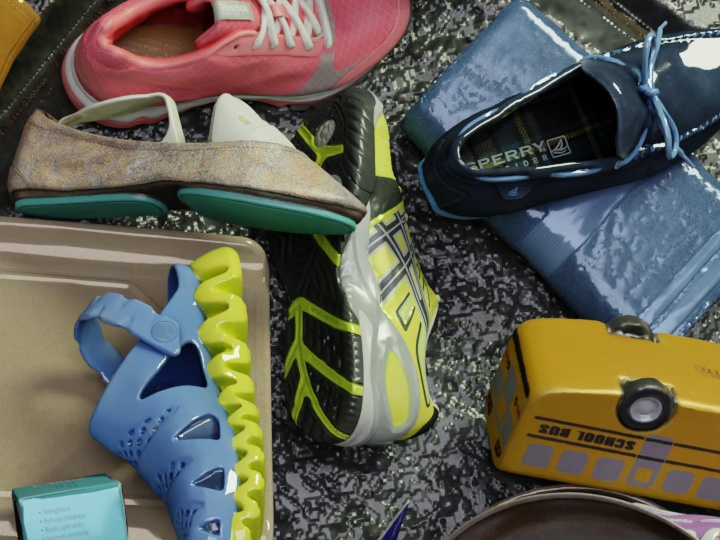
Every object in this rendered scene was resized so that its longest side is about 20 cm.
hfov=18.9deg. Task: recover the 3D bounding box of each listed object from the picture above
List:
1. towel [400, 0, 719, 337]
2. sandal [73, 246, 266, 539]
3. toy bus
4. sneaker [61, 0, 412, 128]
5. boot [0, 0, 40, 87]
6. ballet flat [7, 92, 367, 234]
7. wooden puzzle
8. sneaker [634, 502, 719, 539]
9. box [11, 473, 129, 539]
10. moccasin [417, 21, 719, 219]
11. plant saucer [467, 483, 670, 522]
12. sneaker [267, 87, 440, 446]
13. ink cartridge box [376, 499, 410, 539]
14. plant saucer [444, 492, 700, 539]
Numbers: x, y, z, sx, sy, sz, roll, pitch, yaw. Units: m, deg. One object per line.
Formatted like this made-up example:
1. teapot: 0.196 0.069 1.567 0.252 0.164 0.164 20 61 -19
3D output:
1. towel: 0.123 -0.047 1.205 0.200 0.049 0.112 46 74 2
2. sandal: -0.091 0.077 1.052 0.086 0.080 0.201 -3 46 -11
3. toy bus: 0.174 0.080 1.157 0.199 0.079 0.065 11 34 -13
4. sneaker: -0.061 -0.126 1.171 0.199 0.087 0.074 -15 81 -13
5. boot: -0.284 -0.136 1.151 0.200 0.071 0.145 30 68 -5
6. ballet flat: -0.091 -0.059 1.132 0.199 0.068 0.068 4 78 13
7. wooden puzzle: -0.138 0.065 1.116 0.184 0.037 0.201 5 54 -9
8. sneaker: 0.159 0.148 1.095 0.199 0.114 0.073 0 79 -9
9. box: -0.124 0.199 1.008 0.049 0.082 0.201 -8 89 -11
10. moccasin: 0.130 -0.076 1.152 0.199 0.068 0.081 -27 83 -15
11. plant saucer: 0.114 0.216 1.148 0.199 0.037 0.202 2 76 -10
12. sneaker: 0.000 0.000 1.171 0.076 0.075 0.201 14 68 -39
13. ink cartridge box: -0.027 0.212 1.076 0.037 0.095 0.200 32 63 11
14. plant saucer: 0.114 0.203 1.069 0.199 0.032 0.202 5 103 20
